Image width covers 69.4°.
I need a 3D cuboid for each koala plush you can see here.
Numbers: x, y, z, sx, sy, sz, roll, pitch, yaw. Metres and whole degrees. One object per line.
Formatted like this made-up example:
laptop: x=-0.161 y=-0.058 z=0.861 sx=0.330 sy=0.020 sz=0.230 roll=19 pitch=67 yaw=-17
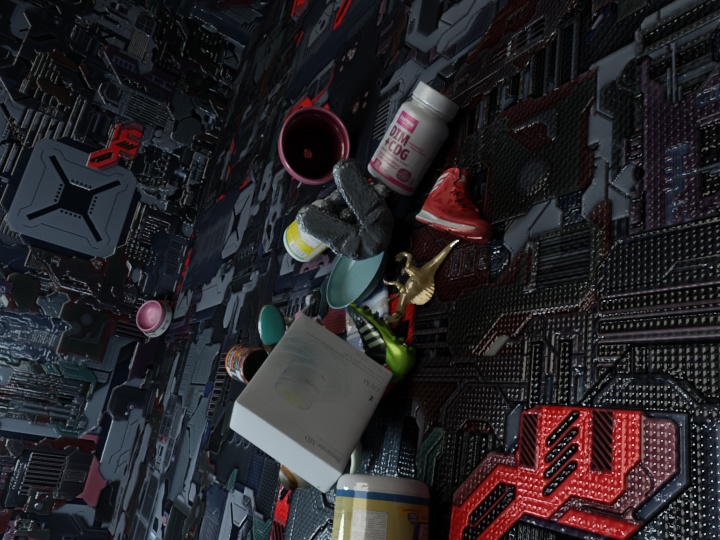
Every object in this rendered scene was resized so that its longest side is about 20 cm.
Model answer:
koala plush: x=-0.012 y=-0.119 z=1.103 sx=0.178 sy=0.183 sz=0.200 roll=-48 pitch=6 yaw=11

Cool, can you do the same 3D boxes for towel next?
towel: x=0.012 y=0.121 z=1.076 sx=0.146 sy=0.023 sz=0.203 roll=-37 pitch=43 yaw=44

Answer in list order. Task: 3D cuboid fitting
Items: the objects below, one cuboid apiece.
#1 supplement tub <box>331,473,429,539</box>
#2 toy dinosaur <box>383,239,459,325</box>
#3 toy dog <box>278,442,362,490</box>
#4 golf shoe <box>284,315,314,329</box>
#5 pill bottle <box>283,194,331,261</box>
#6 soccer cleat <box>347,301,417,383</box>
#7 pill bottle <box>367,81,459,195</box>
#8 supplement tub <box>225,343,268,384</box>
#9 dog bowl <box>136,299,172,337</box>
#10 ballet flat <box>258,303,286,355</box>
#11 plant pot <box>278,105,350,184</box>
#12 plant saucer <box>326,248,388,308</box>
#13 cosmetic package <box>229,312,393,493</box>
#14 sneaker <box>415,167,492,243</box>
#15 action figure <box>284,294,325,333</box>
supplement tub: x=0.027 y=0.409 z=0.750 sx=0.144 sy=0.143 sz=0.204 roll=-27 pitch=51 yaw=51
toy dinosaur: x=0.106 y=0.013 z=0.966 sx=0.201 sy=0.058 sz=0.101 roll=-53 pitch=49 yaw=7
toy dog: x=-0.085 y=0.340 z=1.026 sx=0.194 sy=0.139 sz=0.201 roll=45 pitch=115 yaw=19
golf shoe: x=-0.161 y=0.168 z=1.322 sx=0.199 sy=0.077 sz=0.099 roll=-8 pitch=91 yaw=58
pill bottle: x=-0.106 y=-0.110 z=1.329 sx=0.199 sy=0.111 sz=0.115 roll=-34 pitch=45 yaw=48
soccer cleat: x=0.026 y=0.130 z=0.975 sx=0.200 sy=0.067 sz=0.082 roll=40 pitch=103 yaw=45
pill bottle: x=0.108 y=-0.265 z=1.052 sx=0.202 sy=0.112 sz=0.114 roll=-59 pitch=31 yaw=20
supplement tub: x=-0.321 y=0.265 z=1.478 sx=0.199 sy=0.105 sz=0.109 roll=-6 pitch=67 yaw=58
dog bowl: x=-1.105 y=0.249 z=2.768 sx=0.196 sy=0.074 sz=0.204 roll=-7 pitch=67 yaw=16
ballet flat: x=-0.206 y=0.177 z=1.272 sx=0.068 sy=0.067 sz=0.204 roll=-164 pitch=60 yaw=-78
plant pot: x=-0.139 y=-0.339 z=1.468 sx=0.179 sy=0.197 sz=0.204 roll=-173 pitch=102 yaw=-76
plant saucer: x=0.000 y=0.000 z=1.130 sx=0.199 sy=0.036 sz=0.202 roll=-41 pitch=31 yaw=31
cosmetic package: x=-0.081 y=0.221 z=0.884 sx=0.201 sy=0.197 sz=0.124 roll=-55 pitch=-5 yaw=-37
sneaker: x=0.170 y=-0.122 z=0.898 sx=0.199 sy=0.077 sz=0.118 roll=30 pitch=100 yaw=60
action figure: x=-0.137 y=0.154 z=1.151 sx=0.135 sy=0.148 sz=0.200 roll=53 pitch=144 yaw=11
